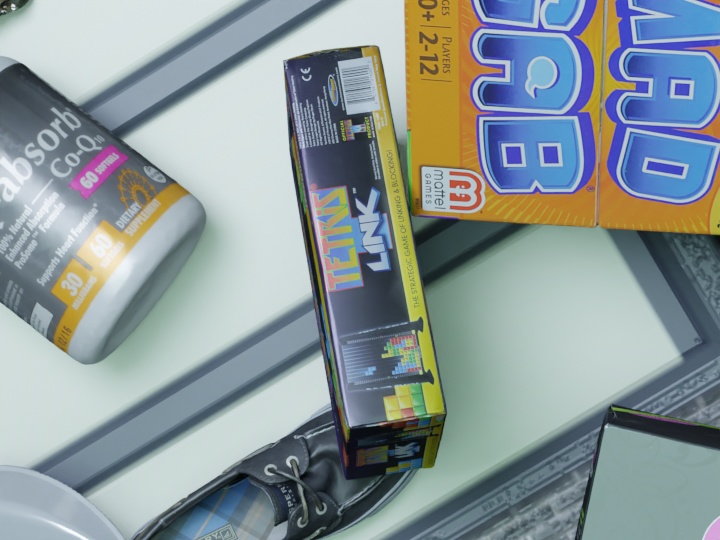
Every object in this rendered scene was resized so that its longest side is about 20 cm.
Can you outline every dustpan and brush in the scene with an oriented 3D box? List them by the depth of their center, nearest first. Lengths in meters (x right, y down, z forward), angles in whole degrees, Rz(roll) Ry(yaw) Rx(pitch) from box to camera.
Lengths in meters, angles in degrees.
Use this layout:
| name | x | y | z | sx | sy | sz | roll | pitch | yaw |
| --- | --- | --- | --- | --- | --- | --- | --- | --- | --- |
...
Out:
| name | x | y | z | sx | sy | sz | roll | pitch | yaw |
| --- | --- | --- | --- | --- | --- | --- | --- | --- | --- |
| dustpan and brush | -0.223 | 0.149 | 1.516 | 0.200 | 0.057 | 0.140 | 40 | 117 | 4 |

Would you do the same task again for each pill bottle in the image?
| name | x | y | z | sx | sy | sz | roll | pitch | yaw |
| --- | --- | --- | --- | --- | --- | --- | --- | --- | --- |
| pill bottle | -0.195 | -0.048 | 1.477 | 0.200 | 0.116 | 0.117 | 37 | 95 | 4 |

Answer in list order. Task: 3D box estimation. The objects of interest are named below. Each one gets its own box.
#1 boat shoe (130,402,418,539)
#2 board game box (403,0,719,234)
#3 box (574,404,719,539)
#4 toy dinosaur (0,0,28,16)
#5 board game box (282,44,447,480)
| name | x | y | z | sx | sy | sz | roll | pitch | yaw |
| --- | --- | --- | --- | --- | --- | --- | --- | --- | --- |
| boat shoe | -0.050 | 0.131 | 1.489 | 0.199 | 0.066 | 0.070 | -26 | 89 | 7 |
| board game box | 0.132 | -0.161 | 1.354 | 0.199 | 0.200 | 0.201 | 3 | 133 | 6 |
| box | 0.185 | 0.189 | 1.436 | 0.148 | 0.124 | 0.201 | 11 | 94 | 6 |
| toy dinosaur | -0.186 | -0.240 | 1.507 | 0.088 | 0.047 | 0.200 | 35 | 95 | -10 |
| board game box | 0.000 | 0.000 | 1.408 | 0.056 | 0.165 | 0.201 | -9 | 76 | -4 |
